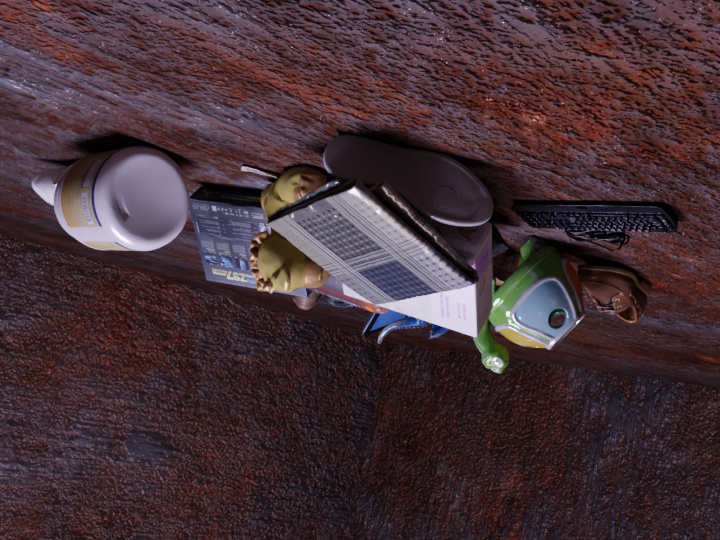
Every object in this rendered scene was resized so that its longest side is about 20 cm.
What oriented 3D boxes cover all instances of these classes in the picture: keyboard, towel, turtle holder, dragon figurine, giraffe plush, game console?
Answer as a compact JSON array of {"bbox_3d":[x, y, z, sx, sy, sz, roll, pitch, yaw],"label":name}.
[{"bbox_3d":[0.287,-0.050,1.019,0.198,0.040,0.103,6,169,42],"label":"keyboard"},{"bbox_3d":[0.011,-0.032,0.974,0.199,0.035,0.191,37,151,-26],"label":"towel"},{"bbox_3d":[0.248,0.056,1.238,0.132,0.185,0.141,46,161,14],"label":"turtle holder"},{"bbox_3d":[0.123,0.077,1.378,0.100,0.199,0.059,48,176,9],"label":"dragon figurine"},{"bbox_3d":[-0.086,-0.044,1.157,0.196,0.165,0.173,10,172,7],"label":"giraffe plush"},{"bbox_3d":[0.119,0.060,1.540,0.168,0.121,0.199,7,-169,29],"label":"game console"}]

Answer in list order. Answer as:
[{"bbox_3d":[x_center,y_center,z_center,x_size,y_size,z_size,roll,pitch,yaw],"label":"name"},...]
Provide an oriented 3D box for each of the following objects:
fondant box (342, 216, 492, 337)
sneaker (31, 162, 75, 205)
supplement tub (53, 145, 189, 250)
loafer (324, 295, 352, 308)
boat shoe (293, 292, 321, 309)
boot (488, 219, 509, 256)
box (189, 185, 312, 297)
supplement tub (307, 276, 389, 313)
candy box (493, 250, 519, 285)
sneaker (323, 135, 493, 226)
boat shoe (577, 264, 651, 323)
[{"bbox_3d":[0.066,-0.011,1.054,0.197,0.058,0.146,16,138,25],"label":"fondant box"},{"bbox_3d":[-0.461,-0.150,1.385,0.196,0.076,0.087,3,158,15],"label":"sneaker"},{"bbox_3d":[-0.355,-0.103,1.226,0.143,0.147,0.198,19,170,-40],"label":"supplement tub"},{"bbox_3d":[0.003,0.023,1.447,0.072,0.074,0.198,-21,-168,-40],"label":"loafer"},{"bbox_3d":[-0.085,0.003,1.488,0.073,0.076,0.203,12,-154,7],"label":"boat shoe"},{"bbox_3d":[0.117,-0.023,1.112,0.130,0.068,0.199,-37,156,14],"label":"boot"},{"bbox_3d":[-0.171,-0.047,1.345,0.197,0.160,0.051,9,-145,24],"label":"box"},{"bbox_3d":[0.000,0.000,1.251,0.197,0.109,0.107,19,175,23],"label":"supplement tub"},{"bbox_3d":[0.147,-0.019,1.374,0.197,0.058,0.116,8,172,35],"label":"candy box"},{"bbox_3d":[0.054,-0.095,0.959,0.197,0.072,0.099,19,172,2],"label":"sneaker"},{"bbox_3d":[0.404,0.037,1.329,0.071,0.069,0.199,4,169,42],"label":"boat shoe"}]
